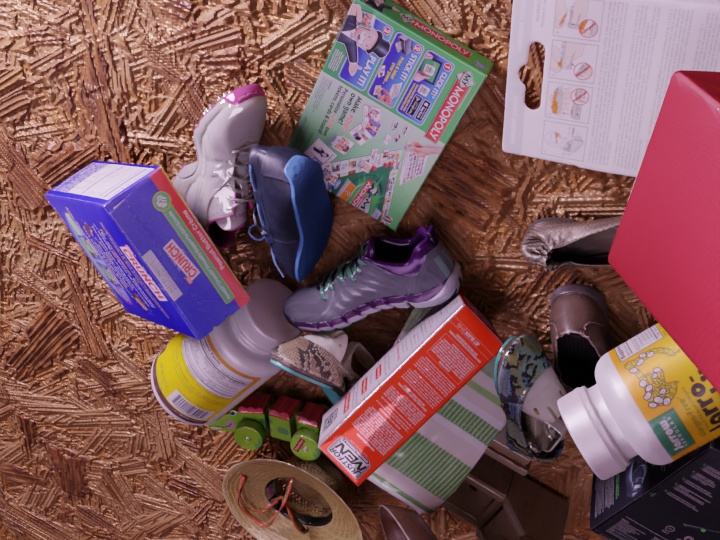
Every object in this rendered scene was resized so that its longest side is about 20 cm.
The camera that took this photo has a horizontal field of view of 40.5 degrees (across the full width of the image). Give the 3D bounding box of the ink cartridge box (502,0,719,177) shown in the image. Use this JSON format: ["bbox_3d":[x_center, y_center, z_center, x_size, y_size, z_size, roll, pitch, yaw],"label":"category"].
[{"bbox_3d":[0.221,-0.157,0.796,0.198,0.047,0.161,12,131,17],"label":"ink cartridge box"}]

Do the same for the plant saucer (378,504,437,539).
[{"bbox_3d":[0.079,0.344,1.073,0.034,0.200,0.201,-25,122,-12],"label":"plant saucer"}]

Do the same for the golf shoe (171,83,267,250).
[{"bbox_3d":[-0.126,-0.098,0.962,0.092,0.075,0.200,54,141,15],"label":"golf shoe"}]

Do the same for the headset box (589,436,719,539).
[{"bbox_3d":[0.361,0.221,0.982,0.173,0.093,0.200,28,133,-8],"label":"headset box"}]

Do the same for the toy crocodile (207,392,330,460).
[{"bbox_3d":[-0.095,0.179,1.183,0.198,0.068,0.062,6,123,17],"label":"toy crocodile"}]

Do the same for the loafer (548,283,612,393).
[{"bbox_3d":[0.224,0.111,0.983,0.073,0.071,0.201,-7,122,28],"label":"loafer"}]

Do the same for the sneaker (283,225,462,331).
[{"bbox_3d":[0.000,0.000,0.994,0.199,0.075,0.088,-15,130,21],"label":"sneaker"}]

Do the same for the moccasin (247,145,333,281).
[{"bbox_3d":[-0.070,-0.063,0.962,0.068,0.081,0.201,26,151,14],"label":"moccasin"}]

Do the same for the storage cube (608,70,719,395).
[{"bbox_3d":[0.315,-0.028,0.713,0.170,0.180,0.201,-5,129,-20],"label":"storage cube"}]

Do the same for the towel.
[{"bbox_3d":[0.073,0.151,1.049,0.152,0.023,0.201,34,98,-4],"label":"towel"}]

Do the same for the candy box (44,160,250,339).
[{"bbox_3d":[-0.227,-0.026,1.021,0.199,0.077,0.170,14,139,56],"label":"candy box"}]

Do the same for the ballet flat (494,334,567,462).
[{"bbox_3d":[0.179,0.134,0.978,0.074,0.075,0.200,7,150,19],"label":"ballet flat"}]

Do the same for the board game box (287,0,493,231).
[{"bbox_3d":[0.019,-0.143,0.906,0.134,0.029,0.200,30,132,-1],"label":"board game box"}]

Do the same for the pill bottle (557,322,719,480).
[{"bbox_3d":[0.284,0.104,0.880,0.199,0.113,0.113,-32,111,13],"label":"pill bottle"}]

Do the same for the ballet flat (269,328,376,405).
[{"bbox_3d":[-0.027,0.106,1.065,0.068,0.076,0.200,25,167,39],"label":"ballet flat"}]

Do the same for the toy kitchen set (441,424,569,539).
[{"bbox_3d":[0.133,0.266,1.074,0.199,0.181,0.164,30,131,0],"label":"toy kitchen set"}]

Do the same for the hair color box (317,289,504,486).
[{"bbox_3d":[0.048,0.113,0.981,0.200,0.102,0.061,-44,96,7],"label":"hair color box"}]

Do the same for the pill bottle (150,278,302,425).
[{"bbox_3d":[-0.149,0.090,1.109,0.109,0.110,0.200,42,131,-11],"label":"pill bottle"}]

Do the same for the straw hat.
[{"bbox_3d":[-0.069,0.279,1.237,0.200,0.085,0.202,16,130,20],"label":"straw hat"}]

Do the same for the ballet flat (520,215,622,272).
[{"bbox_3d":[0.241,-0.026,0.886,0.198,0.046,0.068,-4,125,26],"label":"ballet flat"}]
